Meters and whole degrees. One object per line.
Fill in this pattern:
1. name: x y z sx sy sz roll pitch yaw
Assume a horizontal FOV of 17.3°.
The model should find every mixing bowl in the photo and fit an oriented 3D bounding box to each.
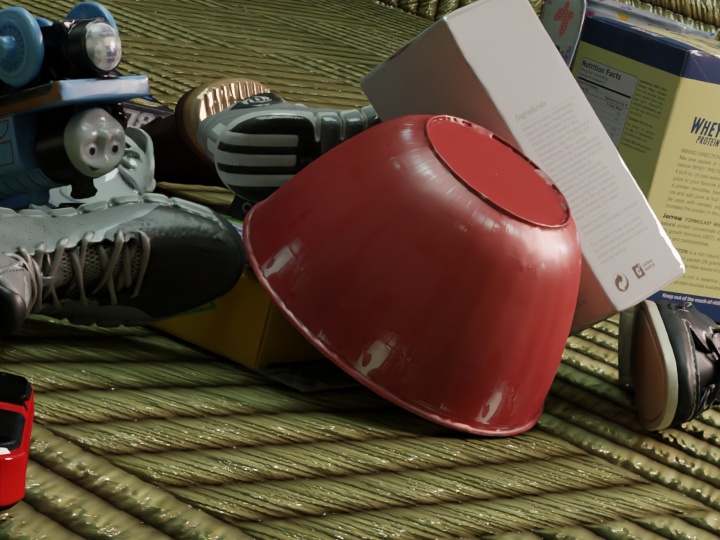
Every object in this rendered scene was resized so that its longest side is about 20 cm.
1. mixing bowl: 0.048 -0.014 1.309 0.200 0.108 0.200 29 25 -15

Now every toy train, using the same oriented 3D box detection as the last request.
1. toy train: -0.208 -0.092 1.409 0.200 0.114 0.087 -8 2 43

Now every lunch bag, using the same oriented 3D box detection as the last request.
1. lunch bag: 0.275 -0.221 2.682 0.200 0.170 0.127 24 12 31

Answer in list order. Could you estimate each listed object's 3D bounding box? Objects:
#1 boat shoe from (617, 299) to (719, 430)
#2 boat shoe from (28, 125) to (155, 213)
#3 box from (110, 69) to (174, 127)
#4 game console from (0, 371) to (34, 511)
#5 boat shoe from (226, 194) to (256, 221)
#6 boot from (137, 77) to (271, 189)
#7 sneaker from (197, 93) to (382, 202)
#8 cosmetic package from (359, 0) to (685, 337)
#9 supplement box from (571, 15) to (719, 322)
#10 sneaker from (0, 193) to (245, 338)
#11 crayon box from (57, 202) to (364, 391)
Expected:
1. boat shoe: 0.195 0.055 1.423 0.066 0.075 0.199 2 2 0
2. boat shoe: -0.170 -0.059 1.534 0.074 0.067 0.200 18 10 -7
3. box: -0.268 -0.144 1.909 0.200 0.050 0.199 10 12 -25
4. game console: -0.238 0.054 1.004 0.200 0.031 0.177 13 6 -9
5. boat shoe: 0.000 0.000 1.493 0.200 0.057 0.069 17 11 15
6. boot: -0.124 -0.086 1.679 0.166 0.072 0.200 -4 -8 27
7. sneaker: -0.010 -0.083 1.515 0.200 0.075 0.115 6 13 -24
8. cosmetic package: 0.096 -0.058 1.414 0.074 0.200 0.102 -28 -1 -37
9. supplement box: 0.261 -0.073 1.824 0.200 0.200 0.134 7 13 -32
10. sneaker: -0.157 0.009 1.231 0.200 0.075 0.116 0 18 -7
11. crayon box: -0.067 0.011 1.367 0.200 0.052 0.126 22 13 34
